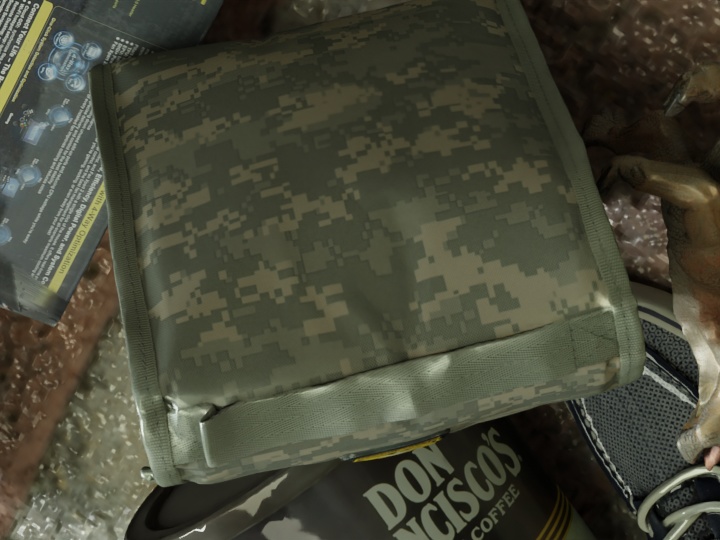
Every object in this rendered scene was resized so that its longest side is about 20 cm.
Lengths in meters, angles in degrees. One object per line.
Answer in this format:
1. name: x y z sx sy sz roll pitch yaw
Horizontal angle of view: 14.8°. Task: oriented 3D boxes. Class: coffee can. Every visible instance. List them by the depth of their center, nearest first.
1. coffee can: 0.027 0.136 1.056 0.146 0.146 0.200 -30 102 31

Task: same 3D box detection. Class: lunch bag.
1. lunch bag: 0.000 0.000 0.935 0.163 0.200 0.118 -12 120 -1

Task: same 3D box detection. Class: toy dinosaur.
1. toy dinosaur: 0.154 -0.027 0.942 0.135 0.086 0.200 32 130 -8

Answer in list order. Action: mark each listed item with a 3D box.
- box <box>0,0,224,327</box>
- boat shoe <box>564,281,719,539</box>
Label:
1. box: -0.140 -0.096 0.999 0.161 0.049 0.201 21 110 -20
2. boat shoe: 0.135 0.096 1.022 0.200 0.093 0.075 45 123 -4
